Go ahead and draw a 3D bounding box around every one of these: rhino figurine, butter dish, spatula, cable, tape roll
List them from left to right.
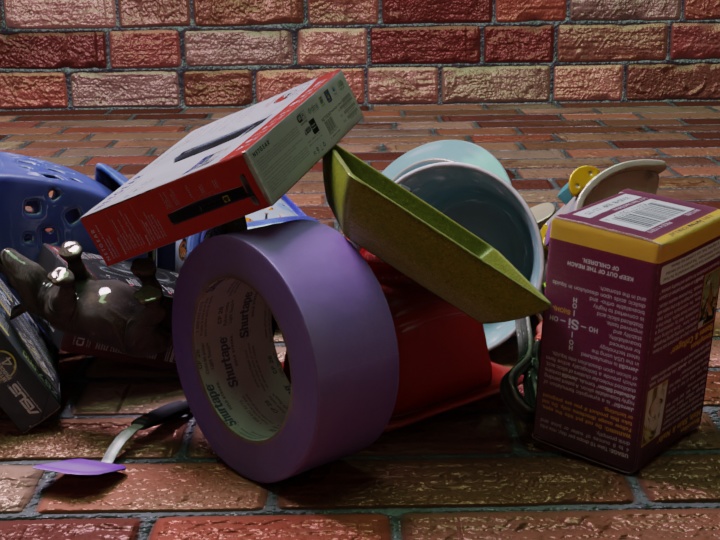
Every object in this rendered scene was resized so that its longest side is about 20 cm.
[{"bbox_3d":[-0.246,0.024,1.079,0.199,0.088,0.060,13,45,21],"label":"rhino figurine"},{"bbox_3d":[-0.198,0.143,1.056,0.056,0.021,0.200,4,15,23],"label":"spatula"},{"bbox_3d":[-0.065,0.063,1.001,0.085,0.201,0.199,-12,19,-40],"label":"tape roll"},{"bbox_3d":[0.025,0.050,1.148,0.199,0.149,0.200,-14,20,-38],"label":"butter dish"},{"bbox_3d":[0.170,0.077,1.145,0.050,0.097,0.200,-38,-9,22],"label":"cable"}]

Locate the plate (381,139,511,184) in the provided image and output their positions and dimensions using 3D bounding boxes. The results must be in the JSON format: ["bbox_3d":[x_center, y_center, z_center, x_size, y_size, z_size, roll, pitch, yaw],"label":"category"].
[{"bbox_3d":[0.080,-0.062,1.414,0.199,0.201,0.026,9,-14,32],"label":"plate"}]

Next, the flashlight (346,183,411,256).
[{"bbox_3d":[0.000,0.000,1.254,0.067,0.200,0.068,24,42,-5],"label":"flashlight"}]

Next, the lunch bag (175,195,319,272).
[{"bbox_3d":[-0.130,-0.009,1.433,0.169,0.124,0.200,-8,31,-24],"label":"lunch bag"}]

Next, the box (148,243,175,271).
[{"bbox_3d":[-0.238,-0.006,1.412,0.032,0.122,0.200,-1,15,-18],"label":"box"}]

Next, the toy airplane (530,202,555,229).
[{"bbox_3d":[0.116,-0.022,1.480,0.199,0.141,0.200,14,58,19],"label":"toy airplane"}]

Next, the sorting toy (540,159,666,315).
[{"bbox_3d":[0.232,-0.020,1.348,0.106,0.201,0.180,16,-11,-12],"label":"sorting toy"}]

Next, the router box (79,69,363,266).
[{"bbox_3d":[-0.114,-0.090,1.055,0.179,0.049,0.200,-18,19,30],"label":"router box"}]

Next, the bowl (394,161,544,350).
[{"bbox_3d":[0.108,-0.014,1.309,0.200,0.202,0.105,5,6,20],"label":"bowl"}]

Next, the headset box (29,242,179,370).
[{"bbox_3d":[-0.233,0.038,1.228,0.199,0.078,0.149,12,7,-30],"label":"headset box"}]

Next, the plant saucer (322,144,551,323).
[{"bbox_3d":[0.048,-0.027,1.048,0.199,0.048,0.200,32,8,-14],"label":"plant saucer"}]

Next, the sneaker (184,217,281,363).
[{"bbox_3d":[-0.109,0.025,1.155,0.078,0.201,0.075,-17,-16,31],"label":"sneaker"}]

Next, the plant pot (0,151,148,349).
[{"bbox_3d":[-0.334,-0.022,1.356,0.179,0.201,0.200,0,12,-24],"label":"plant pot"}]

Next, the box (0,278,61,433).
[{"bbox_3d":[-0.351,0.036,1.134,0.049,0.200,0.161,-35,21,-6],"label":"box"}]

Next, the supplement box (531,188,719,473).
[{"bbox_3d":[0.226,0.047,1.038,0.103,0.201,0.131,16,22,36],"label":"supplement box"}]
